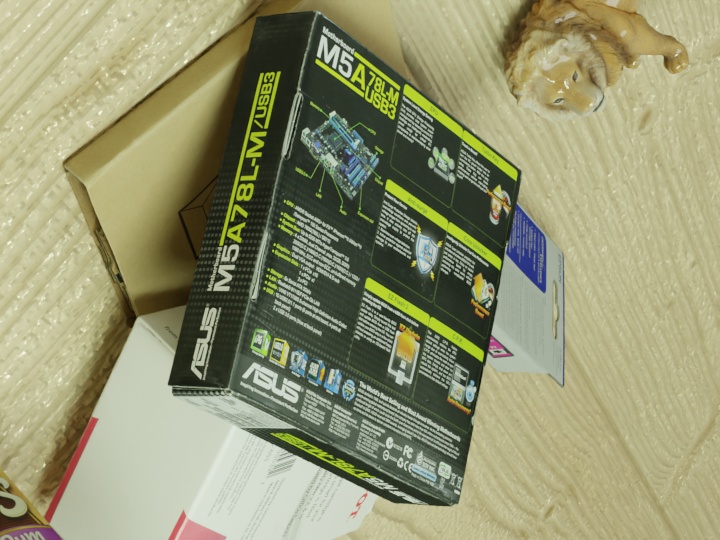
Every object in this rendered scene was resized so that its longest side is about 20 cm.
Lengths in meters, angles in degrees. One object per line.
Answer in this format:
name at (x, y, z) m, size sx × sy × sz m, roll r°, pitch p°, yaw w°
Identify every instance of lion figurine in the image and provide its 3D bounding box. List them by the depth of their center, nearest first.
lion figurine at (0.154, -0.180, 1.151) m, size 0.122 × 0.072 × 0.202 m, roll 13°, pitch 96°, yaw -42°

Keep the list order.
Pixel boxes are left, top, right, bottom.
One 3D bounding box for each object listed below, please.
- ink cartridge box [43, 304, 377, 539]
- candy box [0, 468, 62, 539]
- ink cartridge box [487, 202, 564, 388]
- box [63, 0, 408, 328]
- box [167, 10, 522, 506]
ink cartridge box at (-0.055, 0.087, 1.075) m, size 0.199 × 0.084 × 0.146 m, roll -14°, pitch 139°, yaw -52°
candy box at (-0.183, 0.145, 0.882) m, size 0.116 × 0.200 × 0.057 m, roll 4°, pitch 121°, yaw -54°
ink cartridge box at (0.079, -0.002, 1.192) m, size 0.200 × 0.037 × 0.096 m, roll 38°, pitch 49°, yaw -56°
box at (-0.054, -0.057, 1.027) m, size 0.200 × 0.021 × 0.164 m, roll -40°, pitch 145°, yaw -19°
box at (0.000, 0.000, 0.992) m, size 0.199 × 0.047 × 0.195 m, roll 31°, pitch 63°, yaw -48°
